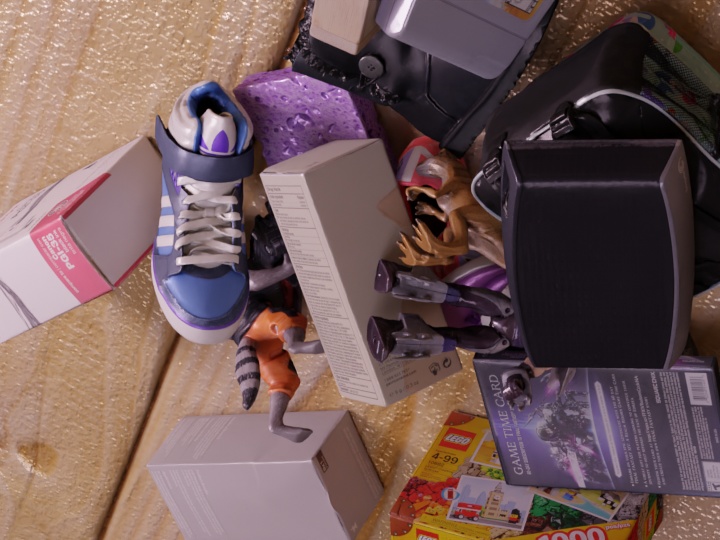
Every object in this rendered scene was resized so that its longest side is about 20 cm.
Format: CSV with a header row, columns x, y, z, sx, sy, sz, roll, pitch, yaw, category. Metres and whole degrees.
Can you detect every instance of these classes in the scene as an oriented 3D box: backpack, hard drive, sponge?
x,y,z,sx,sy,sz,roll,pitch,yaw,category
0.203,-0.074,1.429,0.200,0.151,0.178,39,134,-17,backpack
0.166,-0.005,1.376,0.135,0.042,0.200,1,134,10,hard drive
-0.020,-0.080,1.644,0.111,0.030,0.200,-6,121,34,sponge

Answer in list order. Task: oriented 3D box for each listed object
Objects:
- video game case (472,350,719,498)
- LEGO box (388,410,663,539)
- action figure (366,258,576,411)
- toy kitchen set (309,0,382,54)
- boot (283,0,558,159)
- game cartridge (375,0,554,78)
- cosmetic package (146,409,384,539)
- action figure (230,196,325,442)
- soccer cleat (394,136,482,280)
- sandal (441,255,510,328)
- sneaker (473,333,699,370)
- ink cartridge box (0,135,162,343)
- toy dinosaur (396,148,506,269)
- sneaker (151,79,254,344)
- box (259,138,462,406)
x,y,z,sx,sy,sz,roll,pitch,yaw,category
0.201,0.125,1.601,0.200,0.019,0.143,1,129,24,video game case
0.145,0.215,1.698,0.200,0.149,0.077,12,130,21,LEGO box
0.107,0.042,1.515,0.200,0.069,0.130,6,97,-14,action figure
-0.036,-0.295,1.378,0.200,0.180,0.163,25,132,13,toy kitchen set
0.043,-0.184,1.481,0.168,0.076,0.200,28,141,-5,boot
0.101,-0.231,1.341,0.042,0.133,0.200,46,110,34,game cartridge
-0.091,0.198,1.869,0.200,0.090,0.107,-5,122,30,cosmetic package
-0.091,0.024,1.683,0.194,0.105,0.200,56,157,39,action figure
0.073,-0.016,1.607,0.067,0.076,0.200,0,124,30,soccer cleat
0.140,0.019,1.570,0.202,0.050,0.082,-20,130,18,sandal
0.188,0.065,1.616,0.200,0.066,0.091,6,124,22,sneaker
-0.267,-0.022,1.753,0.200,0.147,0.083,-23,110,40,ink cartridge box
0.090,-0.029,1.460,0.200,0.106,0.060,52,154,33,toy dinosaur
-0.127,-0.059,1.596,0.080,0.200,0.147,1,143,-9,sneaker
0.000,0.000,1.568,0.095,0.078,0.200,10,121,65,box
